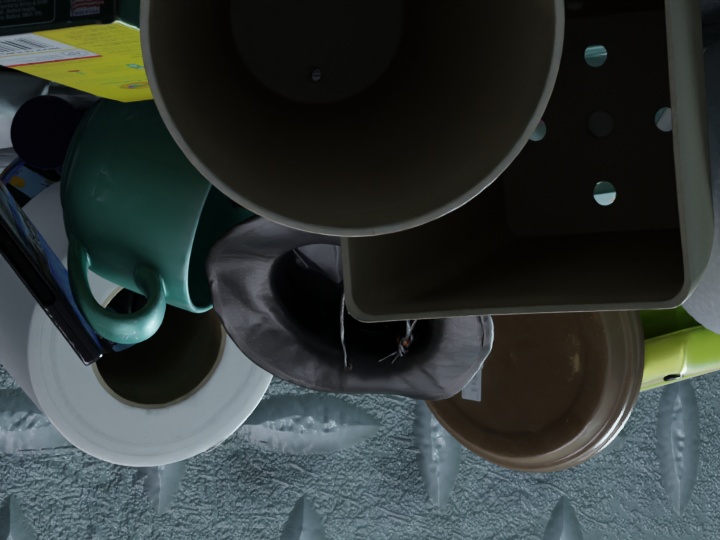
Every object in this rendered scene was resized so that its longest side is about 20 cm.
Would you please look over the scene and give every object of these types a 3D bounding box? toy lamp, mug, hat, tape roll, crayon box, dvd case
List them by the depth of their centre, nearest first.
[{"bbox_3d":[-0.141,-0.141,1.343,0.126,0.051,0.200,-3,172,26],"label":"crayon box"},{"bbox_3d":[0.000,0.000,1.543,0.200,0.081,0.201,12,140,10],"label":"hat"},{"bbox_3d":[-0.242,-0.038,1.544,0.018,0.200,0.143,-34,-153,-1],"label":"dvd case"},{"bbox_3d":[-0.142,-0.055,1.567,0.114,0.153,0.185,20,-154,13],"label":"mug"},{"bbox_3d":[-0.209,-0.092,1.676,0.058,0.059,0.200,0,-179,4],"label":"toy lamp"},{"bbox_3d":[-0.175,0.033,1.763,0.202,0.204,0.139,3,-167,-24],"label":"tape roll"}]

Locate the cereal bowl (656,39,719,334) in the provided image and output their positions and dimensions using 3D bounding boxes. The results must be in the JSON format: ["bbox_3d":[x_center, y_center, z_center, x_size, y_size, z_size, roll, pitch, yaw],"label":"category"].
[{"bbox_3d":[0.232,-0.056,1.432,0.083,0.201,0.200,5,172,-17],"label":"cereal bowl"}]

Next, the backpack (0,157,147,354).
[{"bbox_3d":[-0.227,-0.018,1.876,0.199,0.183,0.134,23,-176,-30],"label":"backpack"}]

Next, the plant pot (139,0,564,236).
[{"bbox_3d":[-0.014,-0.121,1.101,0.186,0.188,0.200,1,-173,-7],"label":"plant pot"}]

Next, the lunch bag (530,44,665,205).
[{"bbox_3d":[0.107,-0.079,1.575,0.199,0.123,0.170,-9,171,20],"label":"lunch bag"}]

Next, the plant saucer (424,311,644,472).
[{"bbox_3d":[0.114,0.053,1.696,0.199,0.201,0.029,-4,-172,34],"label":"plant saucer"}]

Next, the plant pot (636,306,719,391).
[{"bbox_3d":[0.195,0.004,1.763,0.198,0.182,0.200,-18,173,32],"label":"plant pot"}]

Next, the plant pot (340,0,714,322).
[{"bbox_3d":[0.109,-0.082,1.321,0.199,0.201,0.177,-3,-177,24],"label":"plant pot"}]

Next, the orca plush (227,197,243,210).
[{"bbox_3d":[-0.038,-0.094,1.515,0.071,0.105,0.200,20,149,13],"label":"orca plush"}]

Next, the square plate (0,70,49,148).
[{"bbox_3d":[-0.323,-0.114,1.665,0.197,0.029,0.200,0,173,-7],"label":"square plate"}]
